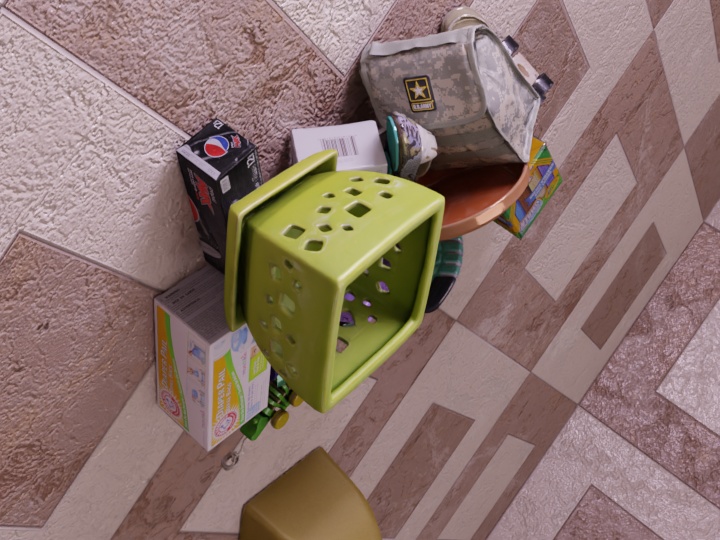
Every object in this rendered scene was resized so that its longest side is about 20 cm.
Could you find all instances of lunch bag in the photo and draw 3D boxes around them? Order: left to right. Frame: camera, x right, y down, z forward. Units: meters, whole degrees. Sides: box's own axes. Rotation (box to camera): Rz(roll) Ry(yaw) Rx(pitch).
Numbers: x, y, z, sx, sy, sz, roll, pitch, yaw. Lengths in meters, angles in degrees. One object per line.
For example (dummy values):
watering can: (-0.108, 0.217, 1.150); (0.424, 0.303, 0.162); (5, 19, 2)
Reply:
lunch bag: (0.108, -0.216, 1.336); (0.200, 0.162, 0.119); (41, 57, -47)

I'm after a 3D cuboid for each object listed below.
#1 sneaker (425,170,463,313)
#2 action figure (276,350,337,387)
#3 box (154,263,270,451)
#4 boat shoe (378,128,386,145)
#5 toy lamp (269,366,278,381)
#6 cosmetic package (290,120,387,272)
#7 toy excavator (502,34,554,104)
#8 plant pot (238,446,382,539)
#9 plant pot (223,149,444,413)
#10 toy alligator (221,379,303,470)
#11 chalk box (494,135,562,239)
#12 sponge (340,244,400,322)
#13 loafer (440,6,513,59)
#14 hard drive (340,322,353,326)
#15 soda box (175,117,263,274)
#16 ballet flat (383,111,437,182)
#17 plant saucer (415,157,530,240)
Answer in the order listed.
sneaker: (0.115, -0.032, 1.486); (0.088, 0.073, 0.203); (48, 53, -67)
action figure: (-0.077, 0.057, 1.520); (0.117, 0.054, 0.203); (-30, 138, -39)
box: (-0.181, 0.106, 1.340); (0.112, 0.101, 0.202); (-35, 148, -36)
boat shoe: (0.033, -0.147, 1.456); (0.201, 0.060, 0.073); (-42, 153, -25)
toy lamp: (-0.063, 0.073, 1.454); (0.199, 0.058, 0.059); (-39, 151, -34)
cosmetic package: (-0.028, -0.082, 1.357); (0.111, 0.082, 0.202); (-7, 141, -9)
toy excavator: (0.165, -0.216, 1.559); (0.200, 0.100, 0.195); (-44, -176, 33)
plant pot: (-0.074, 0.471, 1.855); (0.193, 0.199, 0.197); (-32, 148, -38)
plant pot: (-0.041, -0.004, 1.195); (0.198, 0.180, 0.202); (-37, 149, -40)
toy alligator: (-0.142, 0.205, 1.577); (0.201, 0.059, 0.054); (-51, 154, -10)
chalk box: (0.235, -0.144, 1.738); (0.125, 0.124, 0.200); (-53, 153, -2)
sponge: (0.000, 0.000, 1.459); (0.201, 0.110, 0.030); (-54, 137, -45)
loafer: (0.176, -0.261, 1.446); (0.075, 0.201, 0.068); (-34, -162, 1)
hard drive: (0.037, 0.030, 1.590); (0.139, 0.038, 0.199); (-21, 169, -45)
soda box: (-0.148, -0.071, 1.220); (0.063, 0.070, 0.201); (-43, 152, -25)
ballet flat: (0.058, -0.143, 1.318); (0.072, 0.072, 0.201); (-47, 173, -15)
plant saucer: (0.123, -0.096, 1.387); (0.200, 0.199, 0.033); (-41, 122, -27)
